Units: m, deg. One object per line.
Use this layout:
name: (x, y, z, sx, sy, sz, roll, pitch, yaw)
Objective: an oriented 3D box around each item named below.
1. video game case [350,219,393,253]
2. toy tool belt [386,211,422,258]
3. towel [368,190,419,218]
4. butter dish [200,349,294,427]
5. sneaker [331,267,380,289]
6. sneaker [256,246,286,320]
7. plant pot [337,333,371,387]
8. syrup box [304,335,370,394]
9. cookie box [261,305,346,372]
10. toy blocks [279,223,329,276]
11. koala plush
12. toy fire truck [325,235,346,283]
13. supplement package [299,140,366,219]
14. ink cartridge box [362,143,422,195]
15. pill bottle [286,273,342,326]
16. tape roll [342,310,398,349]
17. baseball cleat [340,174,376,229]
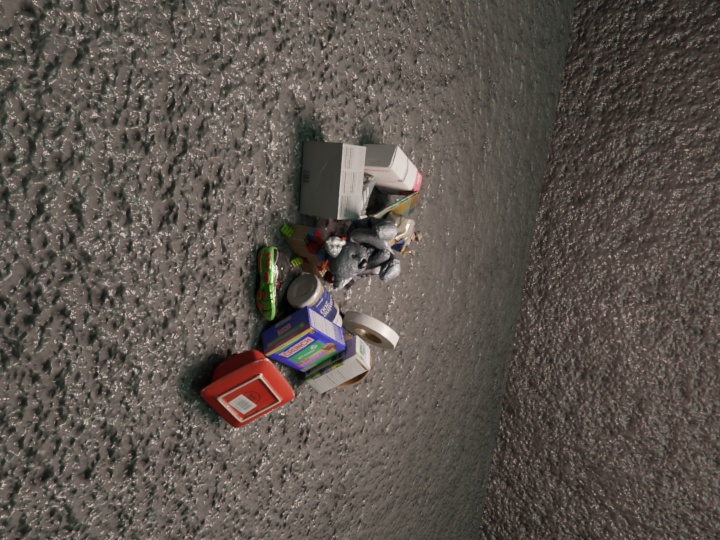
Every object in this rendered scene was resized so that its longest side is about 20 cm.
video game case: (0.046, -0.089, 1.733, 0.018, 0.142, 0.200, -48, 155, -4)
toy tool belt: (0.126, -0.102, 1.863, 0.126, 0.122, 0.200, -66, 156, -8)
towel: (0.104, -0.188, 1.868, 0.196, 0.022, 0.147, -30, 164, -14)
butter dish: (-0.298, 0.281, 1.466, 0.195, 0.150, 0.202, -27, 134, 1)
sneaker: (0.000, 0.000, 1.729, 0.195, 0.077, 0.114, 1, 145, -38)
sneaker: (-0.236, 0.038, 1.532, 0.083, 0.075, 0.207, -7, 107, -49)
plant pot: (-0.064, 0.271, 1.796, 0.094, 0.195, 0.205, -99, 173, -55)
syrup box: (-0.068, 0.285, 1.690, 0.082, 0.197, 0.080, 45, 26, -30)
cookie box: (-0.160, 0.202, 1.610, 0.199, 0.168, 0.077, 39, 27, -51)
toy blocks: (-0.129, -0.053, 1.605, 0.101, 0.134, 0.202, -55, 139, -28)
koala plush: (-0.015, -0.042, 1.558, 0.198, 0.181, 0.182, -33, 129, -33)
toy fire truck: (-0.045, -0.060, 1.800, 0.139, 0.048, 0.207, -1, 101, -56)
supplement package: (-0.081, -0.258, 1.597, 0.109, 0.152, 0.207, -7, 106, -52)
ink cartridge box: (0.097, -0.328, 1.839, 0.199, 0.143, 0.085, 36, 69, -53)
pill bottle: (-0.130, 0.111, 1.674, 0.113, 0.109, 0.201, -60, 141, -23)
tape roll: (0.032, 0.200, 1.855, 0.038, 0.198, 0.203, -61, 142, -19)
baseball cleat: (0.001, -0.210, 1.788, 0.107, 0.069, 0.200, 49, 64, -14)
